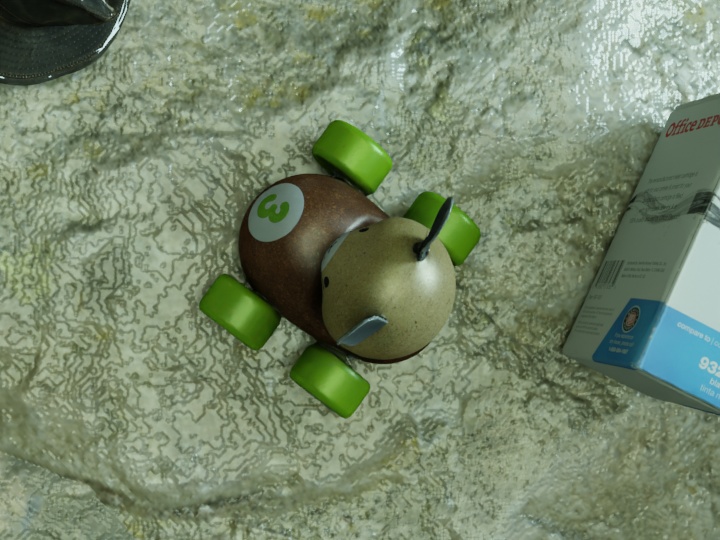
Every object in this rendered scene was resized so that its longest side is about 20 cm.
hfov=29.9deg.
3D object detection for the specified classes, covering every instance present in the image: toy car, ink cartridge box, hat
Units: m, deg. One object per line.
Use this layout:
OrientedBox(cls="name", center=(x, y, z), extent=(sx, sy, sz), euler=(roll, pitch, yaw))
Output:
OrientedBox(cls="toy car", center=(0.000, 0.000, 0.872), extent=(0.157, 0.200, 0.165), euler=(37, 84, -8))
OrientedBox(cls="ink cartridge box", center=(0.236, -0.013, 0.934), extent=(0.083, 0.145, 0.201), euler=(26, 86, -9))
OrientedBox(cls="hat", center=(-0.189, -0.206, 0.845), extent=(0.200, 0.081, 0.202), euler=(-26, 128, -39))
